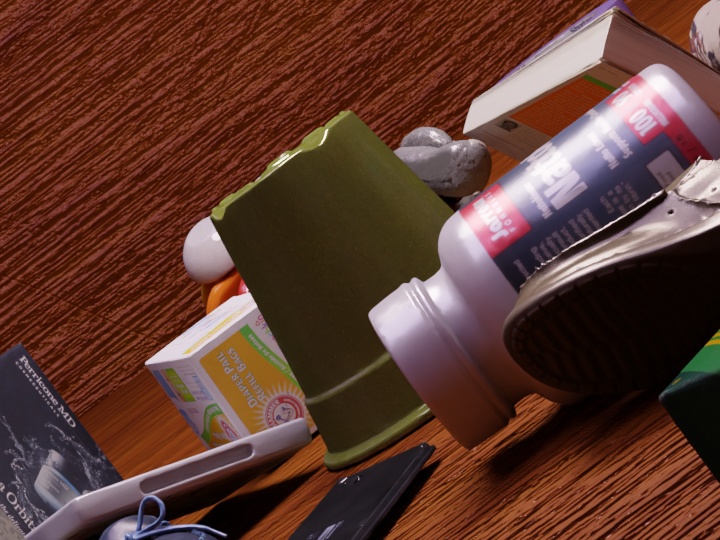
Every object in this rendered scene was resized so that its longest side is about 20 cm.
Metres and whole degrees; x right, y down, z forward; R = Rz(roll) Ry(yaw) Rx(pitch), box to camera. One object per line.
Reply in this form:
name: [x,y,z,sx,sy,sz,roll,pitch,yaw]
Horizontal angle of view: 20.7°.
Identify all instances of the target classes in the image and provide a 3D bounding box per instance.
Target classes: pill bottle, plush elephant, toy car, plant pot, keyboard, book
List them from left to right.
toy car: [-0.076,0.009,2.025,0.200,0.175,0.150,-35,30,15]
keyboard: [-0.037,0.164,1.083,0.127,0.021,0.200,-27,9,33]
plant pot: [0.000,0.000,1.341,0.200,0.190,0.200,-37,6,4]
plush elephant: [0.059,-0.037,1.623,0.155,0.165,0.200,6,10,-42]
pill bottle: [0.109,-0.002,1.013,0.200,0.120,0.120,-37,5,4]
book: [0.185,-0.117,1.499,0.200,0.133,0.048,-28,41,58]

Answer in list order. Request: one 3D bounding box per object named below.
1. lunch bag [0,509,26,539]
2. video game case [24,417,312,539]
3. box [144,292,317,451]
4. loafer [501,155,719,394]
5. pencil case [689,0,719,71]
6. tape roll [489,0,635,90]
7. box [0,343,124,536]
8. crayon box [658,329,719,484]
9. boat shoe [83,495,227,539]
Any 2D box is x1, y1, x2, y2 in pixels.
lunch bag: [-0.289,0.225,1.277,0.139,0.200,0.168,-39,1,10]
video game case: [-0.150,0.166,1.415,0.182,0.023,0.200,-17,-10,-29]
box: [-0.089,0.087,1.595,0.101,0.113,0.200,-37,5,-15]
loafer: [0.159,-0.007,0.922,0.200,0.076,0.067,-25,27,17]
pencil case: [0.318,-0.190,1.503,0.090,0.078,0.200,-52,6,-5]
tape roll: [0.249,-0.231,2.322,0.200,0.085,0.200,-38,4,3]
box: [-0.293,0.192,1.571,0.117,0.197,0.200,-34,6,22]
crayon box: [0.210,0.001,0.675,0.127,0.051,0.200,-41,7,-39]
boat shoe: [-0.148,0.195,1.274,0.084,0.069,0.200,-40,6,-33]
